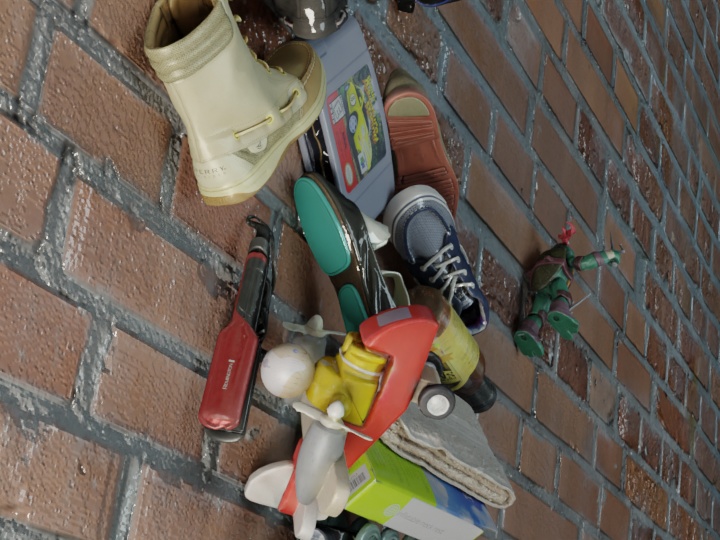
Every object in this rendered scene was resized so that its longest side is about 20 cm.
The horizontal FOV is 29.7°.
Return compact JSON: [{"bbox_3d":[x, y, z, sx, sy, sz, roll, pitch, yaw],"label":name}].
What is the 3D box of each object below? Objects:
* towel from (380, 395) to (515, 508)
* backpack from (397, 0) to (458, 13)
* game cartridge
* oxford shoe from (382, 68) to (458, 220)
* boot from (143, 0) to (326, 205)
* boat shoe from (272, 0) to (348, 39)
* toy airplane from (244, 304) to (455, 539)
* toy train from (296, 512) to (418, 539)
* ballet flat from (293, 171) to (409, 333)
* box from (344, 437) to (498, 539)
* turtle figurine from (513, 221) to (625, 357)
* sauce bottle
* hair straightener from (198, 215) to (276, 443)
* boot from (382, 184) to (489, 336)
[{"bbox_3d":[0.068,0.144,1.307,0.199,0.034,0.133,34,22,-40],"label":"towel"},{"bbox_3d":[0.120,-0.394,1.435,0.154,0.198,0.192,-51,127,-60],"label":"backpack"},{"bbox_3d":[-0.016,-0.136,1.300,0.133,0.040,0.202,-55,137,-57],"label":"game cartridge"},{"bbox_3d":[0.063,-0.119,1.428,0.074,0.070,0.201,-96,178,-51],"label":"oxford shoe"},{"bbox_3d":[-0.099,-0.170,1.092,0.201,0.072,0.156,-60,139,-43],"label":"boot"},{"bbox_3d":[-0.043,-0.222,1.165,0.200,0.066,0.058,-82,163,-83],"label":"boat shoe"},{"bbox_3d":[-0.034,0.119,1.127,0.141,0.199,0.200,39,59,-21],"label":"toy airplane"},{"bbox_3d":[-0.010,0.285,1.249,0.200,0.084,0.115,32,72,-62],"label":"toy train"},{"bbox_3d":[0.000,0.000,1.246,0.068,0.068,0.202,-20,91,-35],"label":"ballet flat"},{"bbox_3d":[0.039,0.188,1.272,0.199,0.048,0.122,32,23,-45],"label":"box"},{"bbox_3d":[0.271,0.022,1.826,0.150,0.100,0.201,-59,180,45],"label":"turtle figurine"},{"bbox_3d":[0.094,0.090,1.418,0.200,0.065,0.067,52,44,-48],"label":"sauce bottle"},{"bbox_3d":[-0.099,0.048,1.132,0.077,0.040,0.202,84,10,-64],"label":"hair straightener"},{"bbox_3d":[0.088,-0.008,1.409,0.091,0.072,0.200,54,0,32],"label":"boot"}]
